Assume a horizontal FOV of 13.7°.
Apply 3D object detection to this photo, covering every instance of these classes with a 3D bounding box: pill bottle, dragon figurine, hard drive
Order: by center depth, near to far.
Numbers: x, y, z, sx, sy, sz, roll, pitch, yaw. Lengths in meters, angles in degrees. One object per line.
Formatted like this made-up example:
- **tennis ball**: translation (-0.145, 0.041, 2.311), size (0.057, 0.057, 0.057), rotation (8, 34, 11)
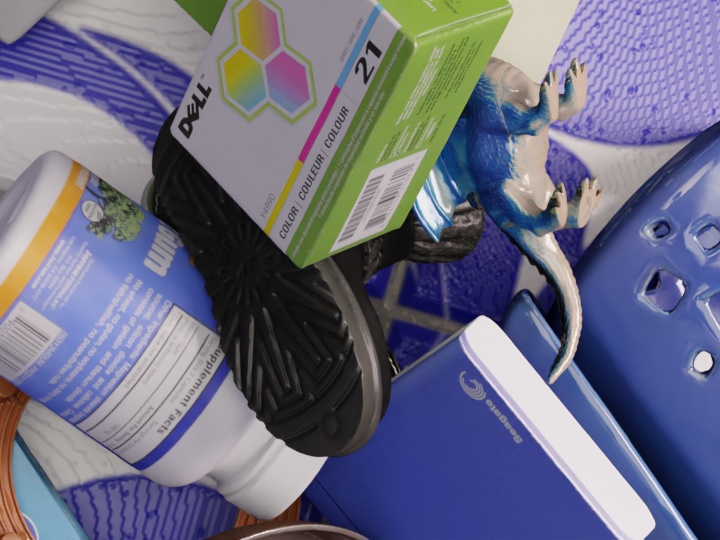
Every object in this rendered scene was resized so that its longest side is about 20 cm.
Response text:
- **dragon figurine**: translation (0.060, -0.049, 1.452), size (0.099, 0.059, 0.201), rotation (-1, 105, 29)
- **hard drive**: translation (0.050, 0.111, 1.513), size (0.132, 0.200, 0.025), rotation (50, 56, -1)
- **pill bottle**: translation (-0.106, 0.038, 1.516), size (0.200, 0.112, 0.112), rotation (35, 86, -14)

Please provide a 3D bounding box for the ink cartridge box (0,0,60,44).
- **ink cartridge box**: translation (-0.170, -0.238, 1.537), size (0.200, 0.044, 0.173), rotation (-41, 125, 11)

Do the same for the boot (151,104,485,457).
- **boot**: translation (0.001, -0.002, 1.499), size (0.157, 0.079, 0.212), rotation (3, 53, -43)

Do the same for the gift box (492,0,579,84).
- **gift box**: translation (0.038, -0.204, 1.536), size (0.199, 0.185, 0.188), rotation (25, 97, -9)

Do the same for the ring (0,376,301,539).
- **ring**: translation (-0.119, 0.105, 1.565), size (0.199, 0.019, 0.202), rotation (9, 70, -24)

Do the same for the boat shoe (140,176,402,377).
- **boat shoe**: translation (-0.035, 0.016, 1.586), size (0.074, 0.066, 0.200), rotation (-35, 88, -25)

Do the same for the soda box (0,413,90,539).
- **soda box**: translation (-0.205, 0.110, 1.579), size (0.068, 0.064, 0.201), rotation (-33, 90, -4)

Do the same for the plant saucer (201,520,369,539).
- **plant saucer**: translation (-0.070, 0.204, 1.548), size (0.200, 0.200, 0.034), rotation (-41, 48, -4)

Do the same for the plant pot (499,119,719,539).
- **plant pot**: translation (0.180, 0.049, 1.546), size (0.179, 0.200, 0.200), rotation (-35, 90, 2)

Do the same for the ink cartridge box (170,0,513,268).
- **ink cartridge box**: translation (-0.042, -0.125, 1.415), size (0.076, 0.148, 0.200), rotation (-23, 60, -44)
